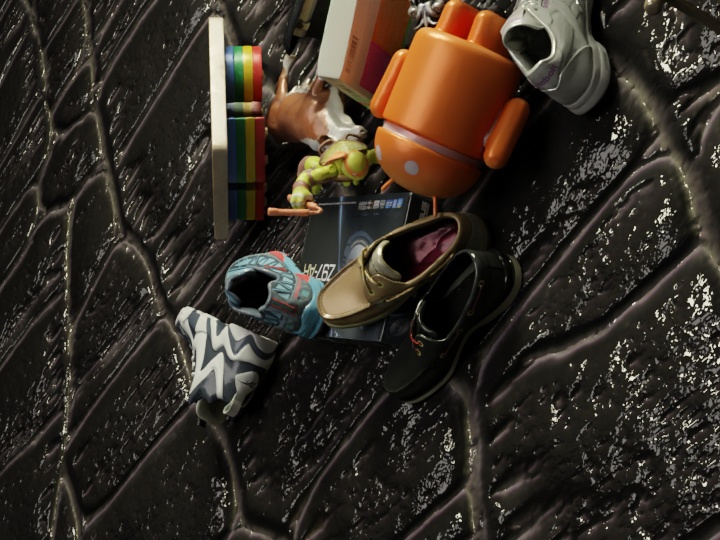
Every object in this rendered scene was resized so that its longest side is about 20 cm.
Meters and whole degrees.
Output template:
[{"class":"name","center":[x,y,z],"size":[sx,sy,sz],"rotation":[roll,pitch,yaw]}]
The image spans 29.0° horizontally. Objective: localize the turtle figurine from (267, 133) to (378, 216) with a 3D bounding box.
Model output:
[{"class":"turtle figurine","center":[-0.027,-0.112,1.519],"size":[0.065,0.198,0.161],"rotation":[65,168,-7]}]

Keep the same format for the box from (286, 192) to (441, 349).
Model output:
[{"class":"box","center":[0.000,0.000,1.523],"size":[0.199,0.043,0.162],"rotation":[2,78,57]}]

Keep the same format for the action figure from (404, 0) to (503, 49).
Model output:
[{"class":"action figure","center":[0.089,-0.259,1.456],"size":[0.118,0.102,0.202],"rotation":[-3,107,36]}]

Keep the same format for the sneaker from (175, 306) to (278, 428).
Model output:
[{"class":"sneaker","center":[-0.187,0.125,1.717],"size":[0.198,0.079,0.131],"rotation":[16,81,48]}]

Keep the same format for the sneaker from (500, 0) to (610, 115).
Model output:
[{"class":"sneaker","center":[0.175,-0.242,1.316],"size":[0.075,0.099,0.202],"rotation":[-46,40,36]}]

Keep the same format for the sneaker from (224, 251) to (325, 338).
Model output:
[{"class":"sneaker","center":[-0.113,0.014,1.558],"size":[0.199,0.095,0.080],"rotation":[18,90,58]}]

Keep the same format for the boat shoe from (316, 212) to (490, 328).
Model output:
[{"class":"boat shoe","center":[0.032,-0.006,1.393],"size":[0.199,0.066,0.075],"rotation":[-31,66,19]}]

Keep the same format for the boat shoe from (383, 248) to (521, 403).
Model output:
[{"class":"boat shoe","center":[0.076,0.054,1.369],"size":[0.202,0.063,0.074],"rotation":[-52,43,33]}]

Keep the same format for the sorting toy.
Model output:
[{"class":"sorting toy","center":[-0.153,-0.176,1.743],"size":[0.199,0.069,0.202],"rotation":[98,169,-59]}]

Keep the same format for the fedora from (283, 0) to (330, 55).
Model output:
[{"class":"fedora","center":[-0.023,-0.333,1.624],"size":[0.201,0.091,0.203],"rotation":[-162,90,-85]}]

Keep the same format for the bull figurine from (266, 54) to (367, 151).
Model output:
[{"class":"bull figurine","center":[-0.054,-0.197,1.676],"size":[0.199,0.065,0.123],"rotation":[12,85,57]}]

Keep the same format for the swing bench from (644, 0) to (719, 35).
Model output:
[{"class":"swing bench","center":[0.331,-0.303,1.088],"size":[0.198,0.129,0.202],"rotation":[-32,45,47]}]

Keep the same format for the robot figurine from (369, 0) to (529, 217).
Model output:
[{"class":"robot figurine","center":[0.086,-0.158,1.358],"size":[0.117,0.142,0.202],"rotation":[-97,30,-82]}]

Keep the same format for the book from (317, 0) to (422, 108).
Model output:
[{"class":"book","center":[0.009,-0.253,1.502],"size":[0.048,0.200,0.135],"rotation":[12,89,16]}]
